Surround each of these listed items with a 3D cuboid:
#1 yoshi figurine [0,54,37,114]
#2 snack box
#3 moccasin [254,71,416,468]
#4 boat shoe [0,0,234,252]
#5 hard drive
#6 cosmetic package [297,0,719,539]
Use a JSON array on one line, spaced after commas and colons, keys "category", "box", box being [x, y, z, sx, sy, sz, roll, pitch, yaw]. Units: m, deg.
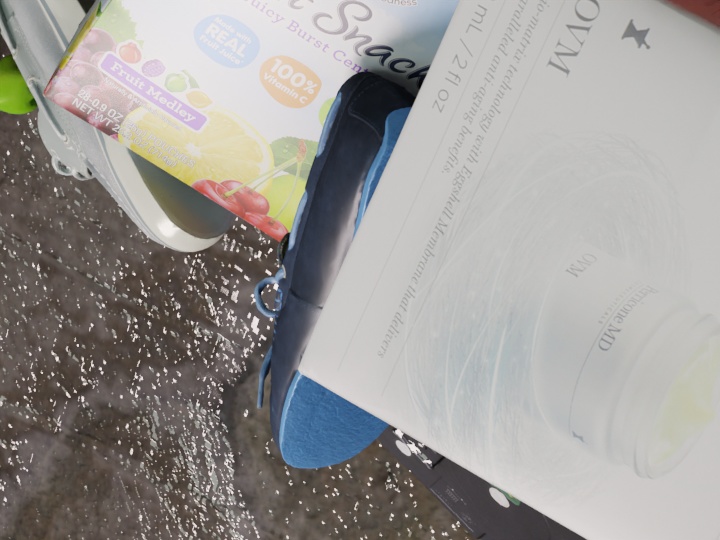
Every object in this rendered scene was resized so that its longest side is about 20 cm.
[{"category": "yoshi figurine", "box": [-0.237, -0.134, 1.247, 0.200, 0.112, 0.112, 104, 160, -47]}, {"category": "snack box", "box": [-0.023, -0.114, 1.002, 0.169, 0.068, 0.200, 31, 129, -13]}, {"category": "moccasin", "box": [0.000, 0.000, 1.008, 0.068, 0.080, 0.200, 55, 136, 42]}, {"category": "boat shoe", "box": [-0.127, -0.083, 1.105, 0.072, 0.070, 0.201, -45, 62, 36]}, {"category": "hard drive", "box": [0.085, 0.090, 1.050, 0.140, 0.038, 0.200, 45, 159, 5]}, {"category": "cosmetic package", "box": [0.115, -0.009, 0.856, 0.200, 0.123, 0.200, 29, 112, 13]}]
